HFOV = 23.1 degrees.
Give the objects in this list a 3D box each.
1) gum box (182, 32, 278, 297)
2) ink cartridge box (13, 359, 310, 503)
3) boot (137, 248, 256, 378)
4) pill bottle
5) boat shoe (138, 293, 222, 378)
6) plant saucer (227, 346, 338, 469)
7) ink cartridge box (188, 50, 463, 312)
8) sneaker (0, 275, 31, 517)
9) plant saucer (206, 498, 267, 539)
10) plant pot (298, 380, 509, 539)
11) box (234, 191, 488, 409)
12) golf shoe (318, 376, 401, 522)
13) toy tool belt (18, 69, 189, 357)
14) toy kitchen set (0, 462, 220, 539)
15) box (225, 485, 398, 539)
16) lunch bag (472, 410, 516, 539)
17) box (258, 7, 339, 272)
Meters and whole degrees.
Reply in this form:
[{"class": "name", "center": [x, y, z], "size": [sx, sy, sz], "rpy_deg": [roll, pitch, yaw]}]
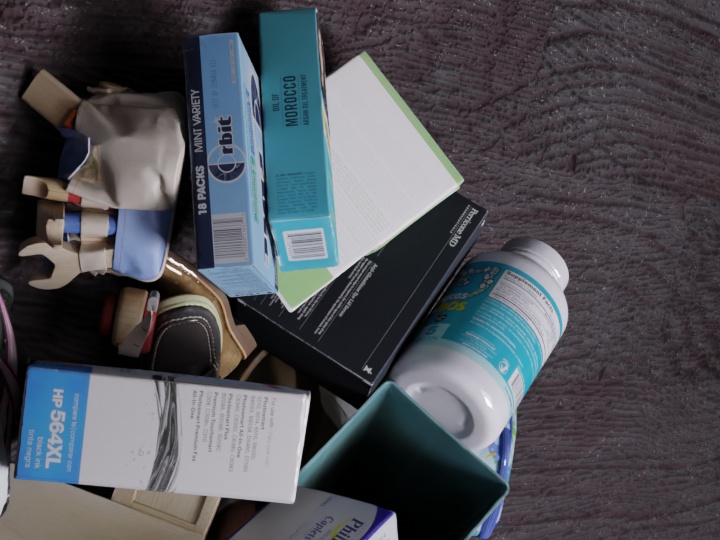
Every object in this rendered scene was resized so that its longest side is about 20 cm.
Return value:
[{"class": "gum box", "center": [-0.096, -0.074, 1.343], "size": [0.200, 0.044, 0.170], "rpy_deg": [75, 11, -83]}, {"class": "ink cartridge box", "center": [-0.146, 0.117, 1.293], "size": [0.146, 0.200, 0.084], "rpy_deg": [164, -67, -82]}, {"class": "boot", "center": [-0.151, 0.039, 1.435], "size": [0.075, 0.074, 0.200], "rpy_deg": [-50, 145, -14]}, {"class": "pill bottle", "center": [0.114, 0.058, 1.573], "size": [0.200, 0.111, 0.111], "rpy_deg": [-53, 143, -38]}, {"class": "boat shoe", "center": [-0.140, 0.097, 1.416], "size": [0.073, 0.065, 0.200], "rpy_deg": [-10, 142, -13]}, {"class": "plant saucer", "center": [-0.079, 0.144, 1.624], "size": [0.200, 0.029, 0.200], "rpy_deg": [-31, 131, -45]}, {"class": "ink cartridge box", "center": [-0.031, -0.073, 1.497], "size": [0.200, 0.146, 0.048], "rpy_deg": [-38, -179, -19]}, {"class": "sneaker", "center": [-0.270, 0.090, 1.275], "size": [0.086, 0.080, 0.200], "rpy_deg": [-41, 143, -54]}, {"class": "plant saucer", "center": [-0.134, 0.246, 1.533], "size": [0.200, 0.034, 0.200], "rpy_deg": [-38, 151, -26]}, {"class": "plant pot", "center": [0.008, 0.227, 1.550], "size": [0.141, 0.141, 0.200], "rpy_deg": [-44, 171, -32]}, {"class": "box", "center": [0.000, 0.000, 1.554], "size": [0.200, 0.141, 0.079], "rpy_deg": [-55, 170, -23]}, {"class": "golf shoe", "center": [0.017, 0.148, 1.645], "size": [0.075, 0.091, 0.200], "rpy_deg": [-26, 119, -30]}, {"class": "toy tool belt", "center": [-0.199, -0.042, 1.301], "size": [0.125, 0.123, 0.200], "rpy_deg": [-97, -162, -72]}, {"class": "toy kitchen set", "center": [-0.219, 0.241, 1.422], "size": [0.180, 0.163, 0.200], "rpy_deg": [110, 0, -73]}, {"class": "box", "center": [-0.057, 0.303, 1.386], "size": [0.184, 0.105, 0.200], "rpy_deg": [-38, 132, -49]}, {"class": "lunch bag", "center": [0.101, 0.144, 1.676], "size": [0.161, 0.082, 0.200], "rpy_deg": [100, -5, -48]}, {"class": "box", "center": [-0.050, -0.106, 1.412], "size": [0.082, 0.049, 0.200], "rpy_deg": [82, 4, -61]}]
